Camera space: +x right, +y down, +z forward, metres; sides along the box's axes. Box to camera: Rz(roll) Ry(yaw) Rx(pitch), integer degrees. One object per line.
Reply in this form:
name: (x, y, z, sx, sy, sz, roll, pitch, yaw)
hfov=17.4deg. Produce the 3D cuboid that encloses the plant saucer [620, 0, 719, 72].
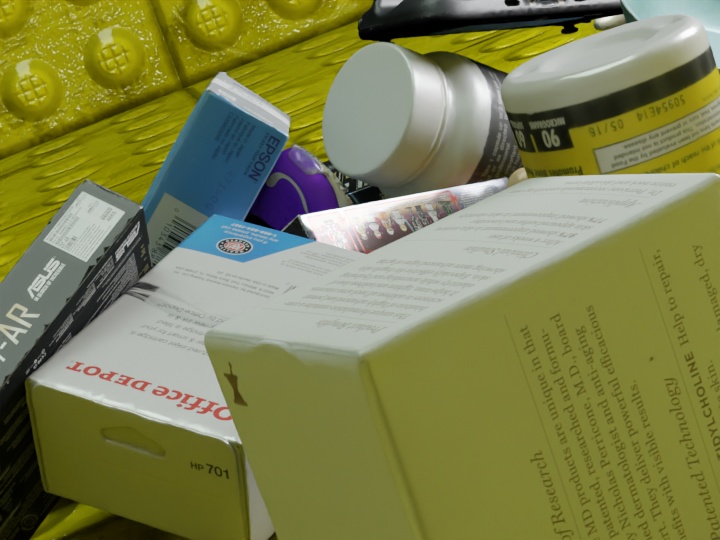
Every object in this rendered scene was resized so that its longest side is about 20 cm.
plant saucer: (0.255, -0.135, 1.509, 0.199, 0.036, 0.200, 15, 24, -7)

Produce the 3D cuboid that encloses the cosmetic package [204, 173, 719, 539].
cosmetic package: (0.068, 0.067, 1.072, 0.199, 0.167, 0.167, -25, 13, -23)

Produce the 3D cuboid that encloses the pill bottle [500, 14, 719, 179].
pill bottle: (0.156, -0.024, 1.239, 0.114, 0.201, 0.114, -19, 12, 4)

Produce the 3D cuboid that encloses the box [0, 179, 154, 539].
box: (-0.190, 0.069, 1.375, 0.043, 0.160, 0.200, 25, 61, 18)

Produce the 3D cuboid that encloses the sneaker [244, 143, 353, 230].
sneaker: (-0.066, 0.005, 1.608, 0.099, 0.070, 0.201, -33, -28, -34)

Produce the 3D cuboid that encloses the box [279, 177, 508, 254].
box: (0.000, 0.000, 1.540, 0.200, 0.040, 0.137, -12, -21, -45)

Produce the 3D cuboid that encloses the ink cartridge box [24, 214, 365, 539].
ink cartridge box: (-0.075, 0.061, 1.359, 0.146, 0.086, 0.200, 15, 38, 26)

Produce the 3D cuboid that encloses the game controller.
game controller: (0.098, -0.178, 1.632, 0.199, 0.042, 0.104, -9, 12, -34)

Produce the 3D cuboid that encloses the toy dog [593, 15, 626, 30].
toy dog: (0.241, -0.137, 1.646, 0.193, 0.140, 0.200, 29, 38, 11)

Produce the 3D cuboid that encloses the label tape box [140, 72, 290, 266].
label tape box: (-0.104, -0.051, 1.553, 0.144, 0.066, 0.200, -61, 3, 7)

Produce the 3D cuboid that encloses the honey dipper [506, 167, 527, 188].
honey dipper: (0.052, 0.026, 1.351, 0.200, 0.038, 0.038, -57, 25, -15)

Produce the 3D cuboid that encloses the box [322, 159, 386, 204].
box: (-0.006, -0.033, 1.800, 0.163, 0.086, 0.200, -20, 11, 4)

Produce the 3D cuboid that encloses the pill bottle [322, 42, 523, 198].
pill bottle: (0.078, -0.087, 1.636, 0.200, 0.114, 0.113, 16, -15, -40)
